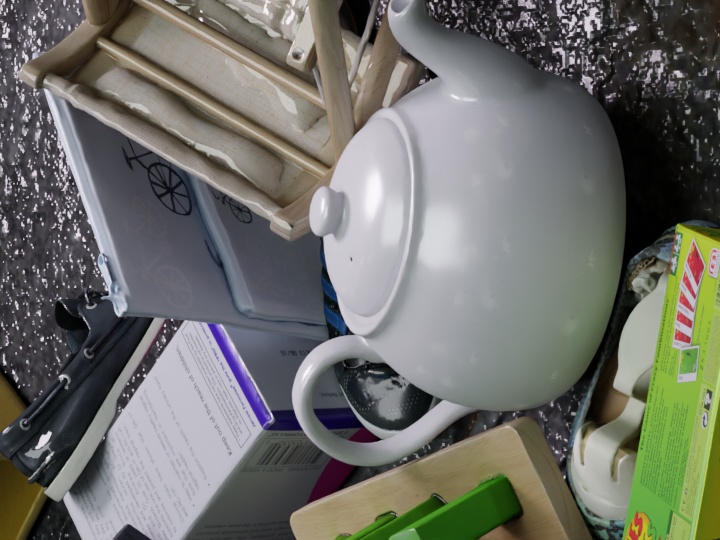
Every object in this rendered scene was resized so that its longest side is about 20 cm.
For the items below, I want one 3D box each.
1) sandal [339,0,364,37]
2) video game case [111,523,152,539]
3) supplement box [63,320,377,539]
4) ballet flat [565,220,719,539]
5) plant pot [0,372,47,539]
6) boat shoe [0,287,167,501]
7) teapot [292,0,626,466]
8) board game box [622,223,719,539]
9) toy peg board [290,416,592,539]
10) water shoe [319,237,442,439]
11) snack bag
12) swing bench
[{"bbox_3d":[-0.044,-0.169,1.668,0.081,0.054,0.201,-15,78,48],"label":"sandal"},{"bbox_3d":[-0.099,0.274,1.671,0.200,0.026,0.181,35,125,6],"label":"video game case"},{"bbox_3d":[-0.083,0.115,1.678,0.200,0.101,0.104,-54,52,33],"label":"supplement box"},{"bbox_3d":[0.142,0.068,1.438,0.074,0.074,0.201,31,114,44],"label":"ballet flat"},{"bbox_3d":[-0.358,0.131,1.935,0.200,0.195,0.195,56,129,40],"label":"plant pot"},{"bbox_3d":[-0.169,0.046,1.732,0.200,0.066,0.074,-62,8,-20],"label":"boat shoe"},{"bbox_3d":[0.042,-0.018,1.466,0.197,0.145,0.201,133,138,-60],"label":"teapot"},{"bbox_3d":[0.175,0.085,1.349,0.102,0.047,0.201,-144,62,-76],"label":"board game box"},{"bbox_3d":[0.042,0.210,1.495,0.200,0.098,0.200,-26,89,46],"label":"toy peg board"},{"bbox_3d":[0.000,0.000,1.586,0.071,0.079,0.201,-13,79,20],"label":"water shoe"},{"bbox_3d":[-0.096,-0.048,1.618,0.021,0.199,0.189,-39,60,33],"label":"snack bag"},{"bbox_3d":[-0.070,-0.158,1.501,0.198,0.130,0.201,31,138,21],"label":"swing bench"}]
